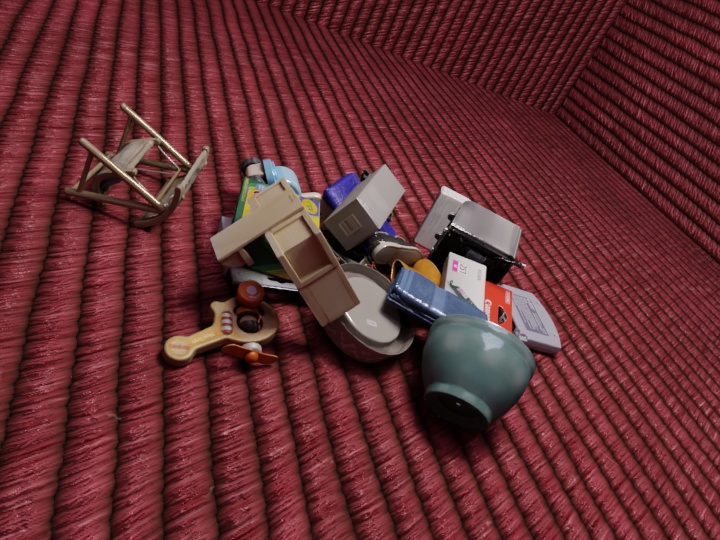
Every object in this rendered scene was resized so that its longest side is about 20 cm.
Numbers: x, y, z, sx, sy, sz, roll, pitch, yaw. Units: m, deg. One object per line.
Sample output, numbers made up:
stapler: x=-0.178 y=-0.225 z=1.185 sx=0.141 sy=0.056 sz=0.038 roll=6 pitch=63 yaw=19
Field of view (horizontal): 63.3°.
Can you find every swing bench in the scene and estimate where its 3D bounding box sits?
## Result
swing bench: x=-0.424 y=-0.195 z=1.138 sx=0.199 sy=0.130 sz=0.200 roll=26 pitch=31 yaw=-13

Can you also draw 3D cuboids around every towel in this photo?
towel: x=0.004 y=-0.133 z=1.378 sx=0.200 sy=0.049 sz=0.148 roll=52 pitch=30 yaw=-8
towel: x=0.149 y=0.073 z=1.119 sx=0.199 sy=0.049 sz=0.112 roll=30 pitch=31 yaw=1

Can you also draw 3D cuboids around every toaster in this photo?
toaster: x=0.273 y=-0.046 z=1.387 sx=0.199 sy=0.181 sz=0.119 roll=28 pitch=54 yaw=0

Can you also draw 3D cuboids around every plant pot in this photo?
plant pot: x=0.187 y=0.192 z=1.017 sx=0.199 sy=0.201 sz=0.135 roll=30 pitch=59 yaw=4

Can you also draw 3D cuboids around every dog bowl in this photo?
dog bowl: x=0.008 y=0.083 z=1.096 sx=0.199 sy=0.059 sz=0.201 roll=26 pitch=40 yaw=-24

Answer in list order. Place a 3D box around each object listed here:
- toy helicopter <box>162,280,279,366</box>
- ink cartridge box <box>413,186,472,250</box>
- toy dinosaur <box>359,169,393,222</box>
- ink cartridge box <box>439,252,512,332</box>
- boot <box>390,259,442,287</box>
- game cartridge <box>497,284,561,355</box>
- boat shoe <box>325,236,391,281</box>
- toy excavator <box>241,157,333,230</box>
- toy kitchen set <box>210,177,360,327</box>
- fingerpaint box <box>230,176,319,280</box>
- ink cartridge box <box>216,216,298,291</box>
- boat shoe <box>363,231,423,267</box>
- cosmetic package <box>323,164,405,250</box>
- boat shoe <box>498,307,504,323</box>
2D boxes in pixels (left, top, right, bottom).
toy helicopter: x=-0.216 y=0.109 z=0.934 sx=0.199 sy=0.079 sz=0.133 roll=-22 pitch=65 yaw=-38
ink cartridge box: x=0.258 y=-0.100 z=1.490 sx=0.199 sy=0.161 sz=0.047 roll=26 pitch=33 yaw=-3
toy dinosaur: x=0.034 y=-0.188 z=1.539 sx=0.135 sy=0.102 sz=0.200 roll=37 pitch=11 yaw=-14
ink cartridge box: x=0.254 y=0.063 z=1.251 sx=0.172 sy=0.044 sz=0.201 roll=20 pitch=41 yaw=-2
boot: x=0.117 y=0.013 z=1.260 sx=0.144 sy=0.070 sz=0.202 roll=43 pitch=27 yaw=-36
game cartridge: x=0.404 y=0.118 z=1.412 sx=0.132 sy=0.041 sz=0.201 roll=13 pitch=35 yaw=-17
boat shoe: x=-0.001 y=0.001 z=1.243 sx=0.200 sy=0.063 sz=0.074 roll=32 pitch=27 yaw=2
toy excavator: x=-0.152 y=-0.163 z=1.308 sx=0.198 sy=0.196 sz=0.100 roll=-11 pitch=41 yaw=-7
toy kitchen set: x=-0.136 y=-0.014 z=1.005 sx=0.200 sy=0.162 sz=0.181 roll=55 pitch=-5 yaw=49
fingerpaint box: x=-0.167 y=-0.083 z=1.141 sx=0.166 sy=0.074 sz=0.201 roll=18 pitch=35 yaw=-15
ink cartridge box: x=-0.176 y=-0.018 z=1.153 sx=0.198 sy=0.041 sz=0.201 roll=9 pitch=37 yaw=-27
boat shoe: x=0.075 y=-0.044 z=1.322 sx=0.199 sy=0.074 sz=0.060 roll=8 pitch=38 yaw=-54
cosmetic package: x=0.013 y=-0.140 z=1.268 sx=0.090 sy=0.107 sz=0.200 roll=51 pitch=36 yaw=-9
boat shoe: x=0.277 y=0.093 z=1.328 sx=0.199 sy=0.057 sz=0.069 roll=-13 pitch=49 yaw=-46
